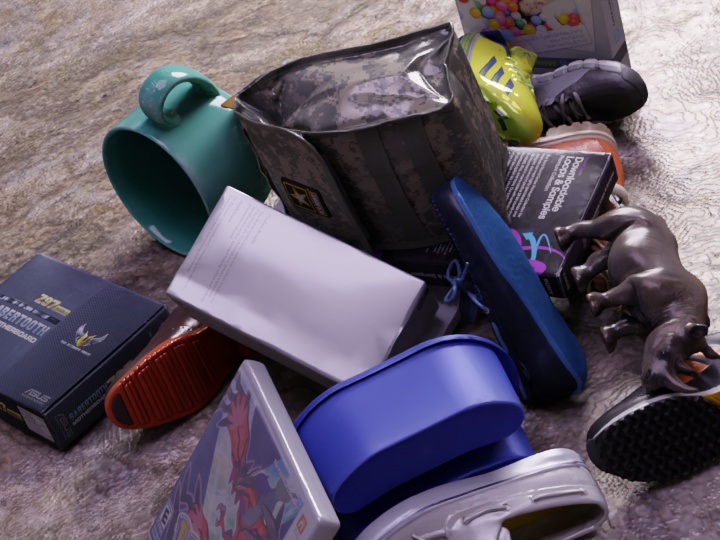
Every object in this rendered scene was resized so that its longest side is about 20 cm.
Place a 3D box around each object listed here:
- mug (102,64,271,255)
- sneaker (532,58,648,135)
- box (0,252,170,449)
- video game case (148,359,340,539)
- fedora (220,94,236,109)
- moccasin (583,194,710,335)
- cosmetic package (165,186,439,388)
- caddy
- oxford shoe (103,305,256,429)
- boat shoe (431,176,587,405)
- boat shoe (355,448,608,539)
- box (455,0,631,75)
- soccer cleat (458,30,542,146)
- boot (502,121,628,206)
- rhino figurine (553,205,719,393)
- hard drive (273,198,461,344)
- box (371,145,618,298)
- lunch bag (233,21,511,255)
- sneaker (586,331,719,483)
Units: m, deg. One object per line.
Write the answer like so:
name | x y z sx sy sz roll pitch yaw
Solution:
mug | -0.152 -0.112 1.730 0.114 0.152 0.185 -42 -1 -30
sneaker | 0.171 -0.136 1.710 0.200 0.075 0.116 -2 45 38
box | -0.288 0.070 1.669 0.200 0.051 0.158 21 52 41
video game case | -0.094 0.195 1.358 0.182 0.023 0.200 -60 32 21
fedora | -0.035 -0.122 1.648 0.200 0.082 0.201 1 9 0
moccasin | 0.225 0.006 1.504 0.078 0.074 0.201 -36 42 1
cosmetic package | -0.047 0.025 1.515 0.200 0.081 0.113 28 81 16
caddy | 0.040 0.132 1.377 0.200 0.141 0.105 -25 43 -7
oxford shoe | -0.156 0.073 1.602 0.200 0.071 0.072 -35 30 -31
boat shoe | 0.105 0.023 1.442 0.069 0.200 0.084 -29 0 23
boat shoe | 0.092 0.205 1.327 0.202 0.075 0.086 -18 39 -14
box | 0.171 -0.248 1.731 0.156 0.200 0.041 7 43 29
soccer cleat | 0.133 -0.177 1.664 0.084 0.065 0.200 -29 30 -2
boot | 0.144 -0.066 1.630 0.200 0.075 0.107 -16 43 3
rhino figurine | 0.222 0.023 1.393 0.087 0.060 0.200 -24 43 4
hard drive | 0.000 0.000 1.598 0.200 0.025 0.132 20 50 16
box | 0.107 -0.046 1.552 0.200 0.036 0.143 5 51 31
lunch bag | 0.008 -0.098 1.503 0.200 0.164 0.118 -11 47 17
sneaker | 0.258 0.097 1.393 0.200 0.070 0.090 -25 23 -6
